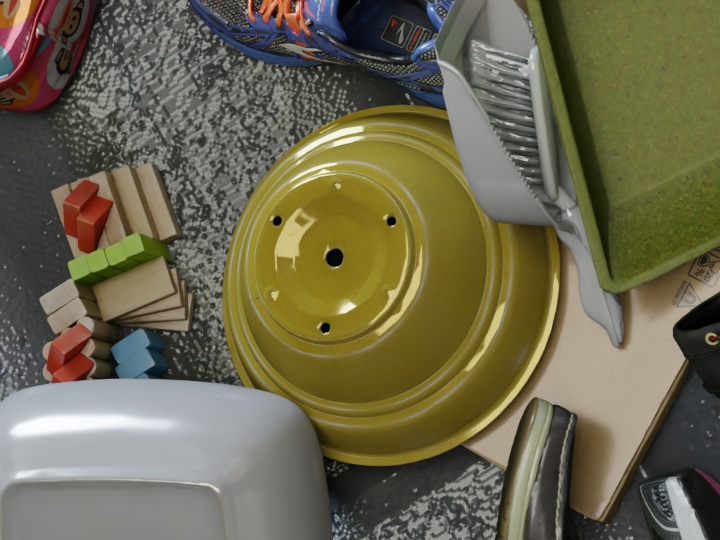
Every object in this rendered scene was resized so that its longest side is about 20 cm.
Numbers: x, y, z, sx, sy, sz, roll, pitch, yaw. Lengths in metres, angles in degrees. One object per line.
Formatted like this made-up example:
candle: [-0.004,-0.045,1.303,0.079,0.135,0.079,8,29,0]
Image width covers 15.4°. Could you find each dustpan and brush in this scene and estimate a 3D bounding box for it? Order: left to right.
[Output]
dustpan and brush: [0.094,-0.048,1.382,0.057,0.140,0.201,-7,113,16]

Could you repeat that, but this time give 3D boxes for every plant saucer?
plant saucer: [0.179,-0.115,1.354,0.199,0.200,0.048,-25,32,-12]

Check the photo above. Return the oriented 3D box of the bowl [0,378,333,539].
bowl: [-0.118,0.162,1.431,0.199,0.075,0.201,0,100,15]

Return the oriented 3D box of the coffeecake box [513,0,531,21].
coffeecake box: [0.072,-0.237,1.409,0.073,0.153,0.200,-29,70,11]

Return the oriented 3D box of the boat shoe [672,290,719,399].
boat shoe: [0.252,-0.006,1.367,0.201,0.074,0.063,-37,99,8]

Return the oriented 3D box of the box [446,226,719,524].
box: [0.109,0.011,1.441,0.163,0.021,0.200,29,92,19]

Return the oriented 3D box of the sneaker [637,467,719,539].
sneaker: [0.172,0.202,1.371,0.086,0.080,0.201,-24,71,23]

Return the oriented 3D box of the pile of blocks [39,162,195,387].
pile of blocks: [-0.143,0.035,1.491,0.082,0.062,0.201,2,84,17]

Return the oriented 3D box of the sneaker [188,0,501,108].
sneaker: [-0.012,-0.146,1.465,0.199,0.078,0.076,15,85,25]

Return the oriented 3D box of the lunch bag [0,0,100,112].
lunch bag: [-0.226,-0.205,1.543,0.176,0.082,0.201,20,87,22]

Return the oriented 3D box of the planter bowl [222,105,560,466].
planter bowl: [0.000,0.000,1.423,0.200,0.083,0.201,-4,78,21]

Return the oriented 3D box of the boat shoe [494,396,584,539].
boat shoe: [0.099,0.167,1.396,0.066,0.072,0.202,8,98,3]
